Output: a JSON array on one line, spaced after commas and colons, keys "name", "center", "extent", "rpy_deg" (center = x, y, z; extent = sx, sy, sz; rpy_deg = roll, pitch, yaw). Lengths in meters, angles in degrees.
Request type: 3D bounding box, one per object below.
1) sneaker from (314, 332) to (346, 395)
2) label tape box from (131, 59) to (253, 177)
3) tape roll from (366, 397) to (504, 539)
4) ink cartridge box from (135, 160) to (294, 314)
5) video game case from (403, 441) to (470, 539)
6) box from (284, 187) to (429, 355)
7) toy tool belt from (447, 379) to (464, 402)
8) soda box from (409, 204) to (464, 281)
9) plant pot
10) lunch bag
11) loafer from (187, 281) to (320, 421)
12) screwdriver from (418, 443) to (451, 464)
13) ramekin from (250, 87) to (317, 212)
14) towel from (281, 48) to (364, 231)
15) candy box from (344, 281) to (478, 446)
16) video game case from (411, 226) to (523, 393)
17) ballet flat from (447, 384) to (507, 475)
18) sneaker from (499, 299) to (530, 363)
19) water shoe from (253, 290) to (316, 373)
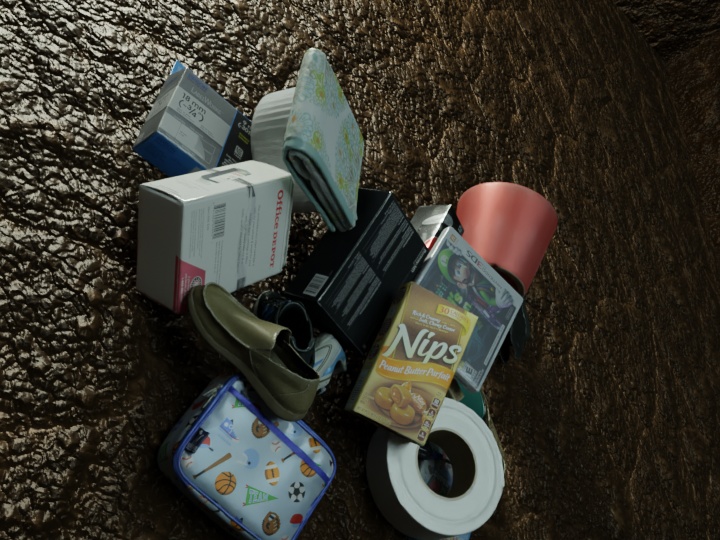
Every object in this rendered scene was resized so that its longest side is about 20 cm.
[{"name": "sneaker", "center": [-0.082, 0.151, 1.030], "extent": [0.073, 0.072, 0.200], "rpy_deg": [56, 39, 0]}, {"name": "label tape box", "center": [-0.220, -0.209, 1.081], "extent": [0.144, 0.063, 0.200], "rpy_deg": [38, 45, -31]}, {"name": "tape roll", "center": [0.112, 0.293, 1.127], "extent": [0.202, 0.071, 0.203], "rpy_deg": [12, 61, -23]}, {"name": "ink cartridge box", "center": [-0.181, -0.050, 0.965], "extent": [0.200, 0.085, 0.146], "rpy_deg": [-23, 129, -51]}, {"name": "video game case", "center": [0.132, 0.364, 1.203], "extent": [0.143, 0.018, 0.200], "rpy_deg": [49, 40, -17]}, {"name": "box", "center": [0.000, 0.000, 1.117], "extent": [0.200, 0.079, 0.141], "rpy_deg": [-56, 132, -20]}, {"name": "toy tool belt", "center": [0.128, 0.123, 1.239], "extent": [0.123, 0.125, 0.200], "rpy_deg": [32, 38, -6]}, {"name": "soda box", "center": [0.097, -0.018, 1.237], "extent": [0.063, 0.071, 0.200], "rpy_deg": [57, 49, -36]}, {"name": "plant pot", "center": [0.265, -0.043, 1.462], "extent": [0.200, 0.200, 0.178], "rpy_deg": [40, 54, -28]}, {"name": "lunch bag", "center": [-0.130, 0.221, 0.900], "extent": [0.200, 0.075, 0.160], "rpy_deg": [49, 59, -18]}, {"name": "loafer", "center": [-0.119, 0.083, 0.886], "extent": [0.200, 0.067, 0.076], "rpy_deg": [46, 20, 3]}, {"name": "screwdriver", "center": [0.143, 0.300, 1.200], "extent": [0.200, 0.028, 0.029], "rpy_deg": [21, 74, -18]}, {"name": "ramekin", "center": [-0.086, -0.181, 1.141], "extent": [0.200, 0.097, 0.201], "rpy_deg": [-4, 90, -72]}, {"name": "towel", "center": [-0.047, -0.169, 1.032], "extent": [0.200, 0.048, 0.172], "rpy_deg": [60, 29, -54]}, {"name": "candy box", "center": [0.073, 0.131, 1.073], "extent": [0.115, 0.055, 0.200], "rpy_deg": [28, 77, -11]}, {"name": "video game case", "center": [0.157, 0.059, 1.185], "extent": [0.182, 0.023, 0.200], "rpy_deg": [43, 56, -13]}, {"name": "ballet flat", "center": [0.200, 0.272, 1.300], "extent": [0.065, 0.070, 0.201], "rpy_deg": [47, 26, -58]}, {"name": "sneaker", "center": [0.290, 0.082, 1.513], "extent": [0.104, 0.060, 0.200], "rpy_deg": [2, 71, -54]}, {"name": "water shoe", "center": [-0.091, 0.069, 0.998], "extent": [0.071, 0.079, 0.200], "rpy_deg": [7, 28, -22]}]
